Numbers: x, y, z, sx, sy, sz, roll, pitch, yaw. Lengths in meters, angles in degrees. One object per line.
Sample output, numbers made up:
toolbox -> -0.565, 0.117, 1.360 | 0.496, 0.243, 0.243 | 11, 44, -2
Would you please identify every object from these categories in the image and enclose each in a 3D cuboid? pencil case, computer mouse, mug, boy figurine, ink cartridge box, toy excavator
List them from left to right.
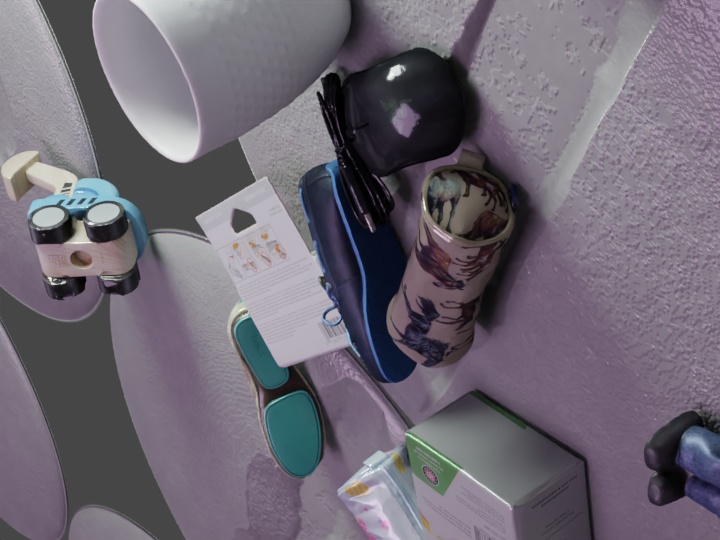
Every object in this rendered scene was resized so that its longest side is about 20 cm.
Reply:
toy excavator -> -0.328, -0.066, 2.061 | 0.193, 0.201, 0.101 | -2, 126, 10
mug -> -0.103, -0.175, 1.467 | 0.148, 0.175, 0.201 | 46, 151, 23
ink cartridge box -> -0.068, -0.002, 1.731 | 0.175, 0.043, 0.200 | 61, 154, -4
computer mouse -> 0.016, -0.112, 1.445 | 0.200, 0.052, 0.140 | -26, 84, 62
pencil case -> 0.060, 0.267, 1.739 | 0.201, 0.083, 0.091 | 56, 177, 9
pencil case -> 0.071, -0.003, 1.456 | 0.077, 0.090, 0.201 | 23, 146, 6
ink cartridge box -> 0.125, 0.229, 1.588 | 0.145, 0.087, 0.201 | 30, 140, 44
boy figurine -> 0.291, 0.178, 1.279 | 0.200, 0.064, 0.125 | 34, 142, 46

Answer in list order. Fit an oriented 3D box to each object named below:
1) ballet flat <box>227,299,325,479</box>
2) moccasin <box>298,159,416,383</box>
ballet flat -> -0.084, 0.118, 1.882 | 0.062, 0.067, 0.201 | -113, 6, -72
moccasin -> 0.000, 0.000, 1.590 | 0.068, 0.080, 0.202 | -6, 100, 45
